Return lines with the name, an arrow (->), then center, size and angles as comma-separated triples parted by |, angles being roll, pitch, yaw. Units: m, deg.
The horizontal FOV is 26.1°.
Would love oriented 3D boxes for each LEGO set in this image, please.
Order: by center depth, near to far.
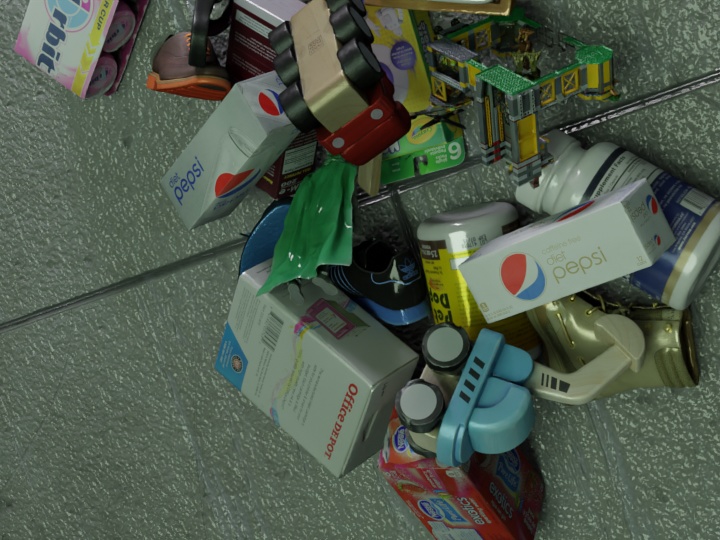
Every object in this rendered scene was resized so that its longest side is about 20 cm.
LEGO set -> 0.153, -0.163, 1.510 | 0.199, 0.153, 0.117 | 28, 138, 41

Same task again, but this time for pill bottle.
pill bottle -> 0.256, -0.056, 1.522 | 0.199, 0.111, 0.112 | 31, 118, 18
pill bottle -> 0.129, 0.037, 1.621 | 0.108, 0.109, 0.202 | -7, 101, 30

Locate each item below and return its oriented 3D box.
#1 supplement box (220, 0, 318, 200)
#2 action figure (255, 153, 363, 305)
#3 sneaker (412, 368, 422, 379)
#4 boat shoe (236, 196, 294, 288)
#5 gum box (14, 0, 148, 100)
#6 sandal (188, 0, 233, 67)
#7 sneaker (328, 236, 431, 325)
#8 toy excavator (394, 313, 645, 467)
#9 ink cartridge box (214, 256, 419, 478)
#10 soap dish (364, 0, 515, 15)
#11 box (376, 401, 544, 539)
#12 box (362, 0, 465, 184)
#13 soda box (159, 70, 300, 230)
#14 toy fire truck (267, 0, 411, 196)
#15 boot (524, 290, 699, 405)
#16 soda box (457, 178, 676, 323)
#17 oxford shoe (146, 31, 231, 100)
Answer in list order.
supplement box -> -0.093, -0.191, 1.677 | 0.108, 0.061, 0.202 | 34, 127, 32
action figure -> -0.038, -0.054, 1.648 | 0.117, 0.201, 0.055 | -14, 132, 26
sneaker -> 0.000, 0.103, 1.733 | 0.198, 0.074, 0.086 | 14, 111, 25
boat shoe -> -0.109, -0.006, 1.756 | 0.083, 0.069, 0.201 | 20, 121, -10
gum box -> -0.314, -0.305, 1.789 | 0.113, 0.066, 0.201 | 35, 119, 17
sandal -> -0.152, -0.283, 1.656 | 0.047, 0.202, 0.076 | 7, 134, -5
sneaker -> 0.000, 0.000, 1.677 | 0.199, 0.070, 0.079 | 12, 123, 49
toy excavator -> 0.157, 0.113, 1.507 | 0.198, 0.196, 0.100 | 20, 158, 17
ink cartridge box -> -0.049, 0.100, 1.664 | 0.200, 0.084, 0.145 | 40, 132, 24
soap dish -> 0.092, -0.352, 1.520 | 0.156, 0.081, 0.202 | 9, 94, 26
box -> 0.109, 0.218, 1.638 | 0.099, 0.096, 0.200 | -5, 141, 30
box -> 0.032, -0.195, 1.643 | 0.116, 0.048, 0.202 | -13, 99, 32
soda box -> -0.137, -0.125, 1.658 | 0.069, 0.063, 0.200 | 58, 138, 10
toy fire truck -> -0.002, -0.155, 1.547 | 0.128, 0.177, 0.200 | -35, 126, 17
boot -> 0.250, 0.041, 1.566 | 0.154, 0.073, 0.202 | -9, 113, 31
soda box -> 0.193, -0.016, 1.471 | 0.199, 0.064, 0.069 | -22, 99, 41
oxford shoe -> -0.187, -0.226, 1.694 | 0.200, 0.071, 0.073 | 20, 100, 63
